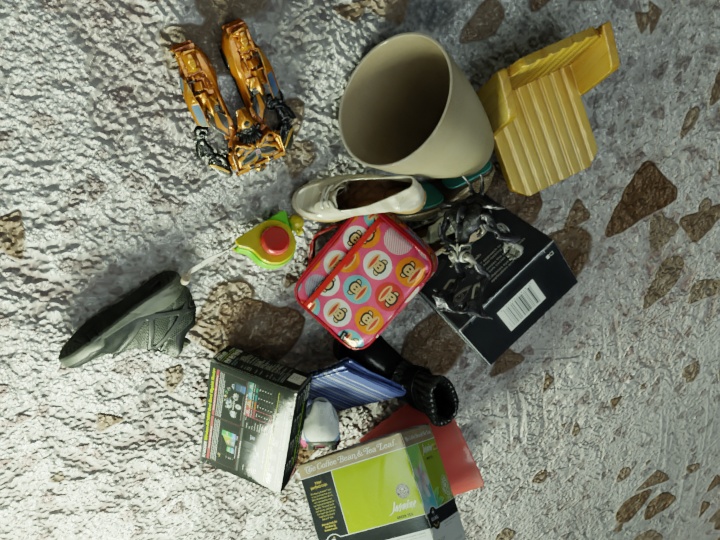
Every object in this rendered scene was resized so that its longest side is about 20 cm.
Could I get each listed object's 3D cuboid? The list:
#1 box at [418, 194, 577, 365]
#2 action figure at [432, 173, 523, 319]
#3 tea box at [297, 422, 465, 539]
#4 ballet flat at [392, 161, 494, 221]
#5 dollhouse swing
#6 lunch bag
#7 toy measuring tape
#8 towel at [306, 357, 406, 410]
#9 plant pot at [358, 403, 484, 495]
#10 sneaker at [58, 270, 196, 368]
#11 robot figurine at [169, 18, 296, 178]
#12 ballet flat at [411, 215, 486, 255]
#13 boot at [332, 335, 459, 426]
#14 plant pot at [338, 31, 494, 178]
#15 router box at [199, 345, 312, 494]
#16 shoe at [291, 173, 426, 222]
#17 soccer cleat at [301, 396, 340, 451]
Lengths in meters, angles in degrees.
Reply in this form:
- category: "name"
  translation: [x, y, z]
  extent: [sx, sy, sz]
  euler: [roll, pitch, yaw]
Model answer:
- category: "box"
  translation: [0.203, 0.008, 1.165]
  extent: [0.197, 0.200, 0.117]
  euler: [-43, 130, 1]
- category: "action figure"
  translation: [0.165, -0.034, 1.048]
  extent: [0.102, 0.119, 0.201]
  euler: [14, 85, -49]
- category: "tea box"
  translation: [0.034, 0.374, 1.165]
  extent: [0.200, 0.197, 0.134]
  euler: [-22, 167, 23]
- category: "ballet flat"
  translation: [0.127, -0.115, 1.147]
  extent: [0.200, 0.071, 0.065]
  euler: [-23, 141, -10]
- category: "dollhouse swing"
  translation: [0.299, -0.233, 1.095]
  extent: [0.200, 0.182, 0.176]
  euler: [-25, 88, -13]
- category: "lunch bag"
  translation: [0.000, 0.000, 1.095]
  extent: [0.176, 0.082, 0.200]
  euler: [42, 105, 5]
- category: "toy measuring tape"
  translation: [-0.158, -0.017, 1.034]
  extent: [0.200, 0.074, 0.074]
  euler: [-35, 128, -22]
- category: "towel"
  translation: [-0.041, 0.193, 1.180]
  extent: [0.200, 0.024, 0.145]
  euler: [-21, 141, 40]
- category: "plant pot"
  translation: [0.105, 0.338, 1.315]
  extent: [0.177, 0.201, 0.201]
  euler: [-26, 126, 0]
- category: "sneaker"
  translation: [-0.320, 0.097, 1.023]
  extent: [0.199, 0.076, 0.114]
  euler: [-34, 120, -13]
- category: "robot figurine"
  translation: [-0.163, -0.214, 0.943]
  extent: [0.145, 0.058, 0.200]
  euler: [-27, 125, -11]
- category: "ballet flat"
  translation: [0.104, -0.051, 1.135]
  extent: [0.200, 0.068, 0.067]
  euler: [-27, 161, 12]
- category: "boot"
  translation: [0.064, 0.173, 1.207]
  extent: [0.211, 0.158, 0.080]
  euler: [37, 84, -38]
- category: "plant pot"
  translation: [0.103, -0.206, 1.027]
  extent: [0.200, 0.187, 0.188]
  euler: [19, 107, -49]
- category: "router box"
  translation: [-0.168, 0.235, 1.134]
  extent: [0.150, 0.062, 0.200]
  euler: [18, 114, 13]
- category: "shoe"
  translation: [-0.008, -0.111, 1.027]
  extent: [0.199, 0.070, 0.053]
  euler: [-3, 166, 14]
- category: "soccer cleat"
  translation: [-0.064, 0.258, 1.210]
  extent: [0.070, 0.200, 0.087]
  euler: [3, 77, -7]
